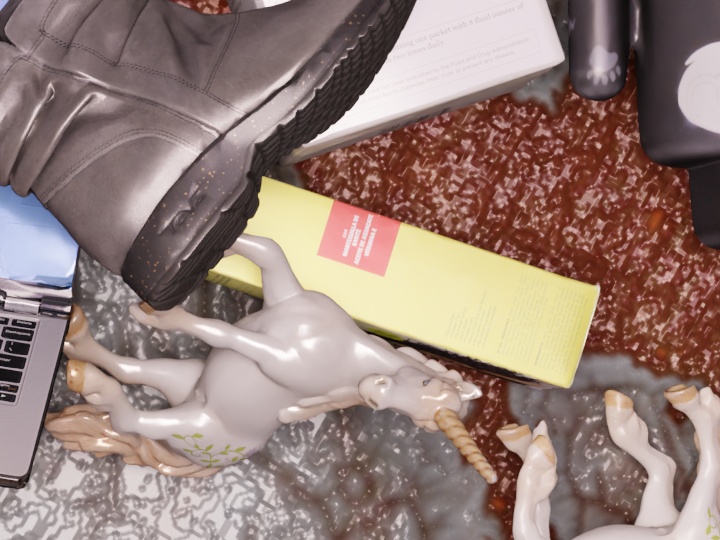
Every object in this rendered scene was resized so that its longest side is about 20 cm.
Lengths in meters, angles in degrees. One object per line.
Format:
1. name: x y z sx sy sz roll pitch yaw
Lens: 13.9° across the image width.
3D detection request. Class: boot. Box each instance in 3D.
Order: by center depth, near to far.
1. boot: -0.070 -0.095 1.175 0.131 0.070 0.200 38 72 10

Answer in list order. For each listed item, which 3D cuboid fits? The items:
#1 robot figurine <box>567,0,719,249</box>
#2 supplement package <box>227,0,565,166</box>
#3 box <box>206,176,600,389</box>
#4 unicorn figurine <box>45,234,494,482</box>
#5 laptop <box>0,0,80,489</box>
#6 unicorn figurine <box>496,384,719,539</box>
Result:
1. robot figurine: 0.180 -0.111 1.297 0.150 0.124 0.201 -1 87 -50
2. supplement package: -0.006 -0.161 1.276 0.121 0.120 0.201 -18 90 -6
3. box: 0.000 0.000 1.293 0.199 0.075 0.050 19 85 -4
4. unicorn figurine: -0.042 0.041 1.236 0.137 0.200 0.074 30 63 -23
5. laptop: -0.206 -0.025 1.176 0.186 0.200 0.116 8 119 -1
6. unicorn figurine: 0.098 0.130 1.296 0.199 0.074 0.138 -13 100 -13
